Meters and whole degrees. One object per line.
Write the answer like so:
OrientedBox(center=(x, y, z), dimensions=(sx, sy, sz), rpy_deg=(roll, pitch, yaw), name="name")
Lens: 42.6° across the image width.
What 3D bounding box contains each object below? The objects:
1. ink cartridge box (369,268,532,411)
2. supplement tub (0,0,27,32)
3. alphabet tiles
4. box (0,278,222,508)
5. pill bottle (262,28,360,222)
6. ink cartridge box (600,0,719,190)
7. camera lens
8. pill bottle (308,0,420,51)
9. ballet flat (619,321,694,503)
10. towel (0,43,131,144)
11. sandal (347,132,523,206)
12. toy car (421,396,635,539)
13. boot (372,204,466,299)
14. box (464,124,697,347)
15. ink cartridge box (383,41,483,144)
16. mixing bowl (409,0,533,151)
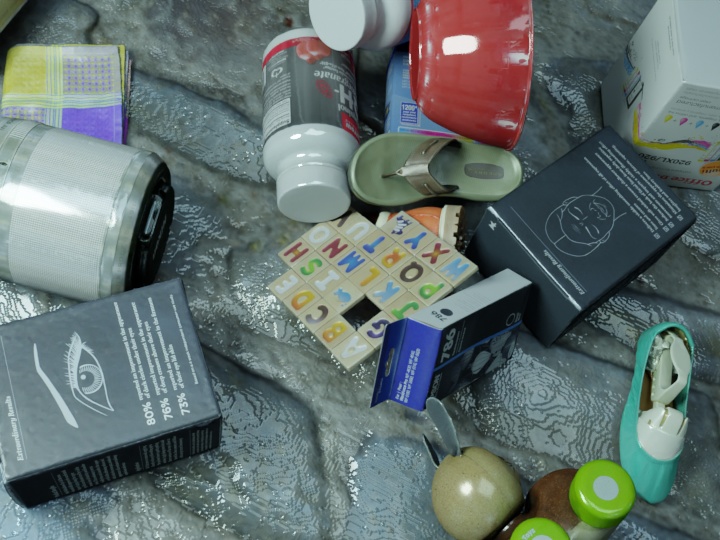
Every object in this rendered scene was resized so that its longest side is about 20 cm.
OrientedBox(center=(0.094, 0.073, 0.919), dimensions=(0.039, 0.101, 0.199), rpy_deg=(32, 37, 33), name="ink cartridge box")
OrientedBox(center=(-0.447, -0.338, 1.040), dimensions=(0.143, 0.145, 0.202), rpy_deg=(25, 62, 3), name="supplement tub")
OrientedBox(center=(0.000, 0.000, 0.964), dimensions=(0.166, 0.008, 0.200), rpy_deg=(-37, 44, -13), name="alphabet tiles")
OrientedBox(center=(-0.244, 0.115, 0.873), dimensions=(0.197, 0.105, 0.150), rpy_deg=(-14, 67, -16), name="box")
OrientedBox(center=(-0.056, -0.161, 1.041), dimensions=(0.109, 0.111, 0.203), rpy_deg=(1, 63, -9), name="pill bottle")
OrientedBox(center=(0.395, -0.211, 1.097), dimensions=(0.145, 0.200, 0.147), rpy_deg=(7, 64, -7), name="ink cartridge box")
OrientedBox(center=(-0.295, -0.057, 0.919), dimensions=(0.197, 0.160, 0.162), rpy_deg=(14, 62, -3), name="camera lens")
OrientedBox(center=(0.037, -0.314, 1.051), dimensions=(0.109, 0.109, 0.199), rpy_deg=(46, 47, 14), name="pill bottle")
OrientedBox(center=(0.318, 0.141, 0.980), dimensions=(0.066, 0.071, 0.202), rpy_deg=(16, 62, -2), name="ballet flat")
OrientedBox(center=(-0.336, -0.176, 1.048), dimensions=(0.141, 0.023, 0.203), rpy_deg=(1, 63, -11), name="towel")
OrientedBox(center=(0.084, -0.113, 0.997), dimensions=(0.198, 0.057, 0.081), rpy_deg=(-2, 86, -10), name="sandal")
OrientedBox(center=(0.131, 0.208, 0.872), dimensions=(0.157, 0.165, 0.200), rpy_deg=(-34, 63, -23), name="toy car")
OrientedBox(center=(0.051, 0.025, 1.000), dimensions=(0.106, 0.075, 0.203), rpy_deg=(4, 68, 14), name="boot")
OrientedBox(center=(0.245, -0.039, 1.037), dimensions=(0.199, 0.107, 0.149), rpy_deg=(-33, 74, -24), name="box")
OrientedBox(center=(0.097, -0.198, 1.109), dimensions=(0.134, 0.077, 0.203), rpy_deg=(7, 61, -7), name="ink cartridge box")
OrientedBox(center=(0.109, -0.227, 0.977), dimensions=(0.107, 0.201, 0.203), rpy_deg=(-1, 63, -3), name="mixing bowl")
